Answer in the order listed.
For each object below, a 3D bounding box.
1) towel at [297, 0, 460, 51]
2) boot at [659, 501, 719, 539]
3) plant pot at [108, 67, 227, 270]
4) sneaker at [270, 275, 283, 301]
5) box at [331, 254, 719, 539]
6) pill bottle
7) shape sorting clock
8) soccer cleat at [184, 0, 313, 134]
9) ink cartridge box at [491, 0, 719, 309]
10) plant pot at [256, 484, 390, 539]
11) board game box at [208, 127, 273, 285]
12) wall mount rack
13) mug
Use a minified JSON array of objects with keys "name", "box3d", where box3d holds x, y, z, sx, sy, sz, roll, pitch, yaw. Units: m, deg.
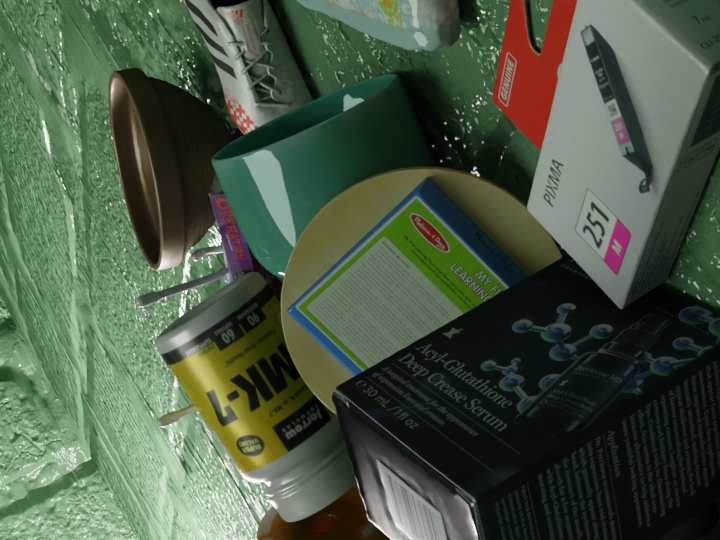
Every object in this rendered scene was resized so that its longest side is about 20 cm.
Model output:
[{"name":"towel","box3d":[-0.010,-0.246,0.883,0.200,0.048,0.173,33,144,51]},{"name":"boot","box3d":[0.154,0.209,0.879,0.198,0.070,0.133,-8,116,31]},{"name":"plant pot","box3d":[-0.184,-0.107,1.341,0.201,0.092,0.203,167,90,-73]},{"name":"sneaker","box3d":[-0.043,-0.014,1.206,0.200,0.074,0.091,137,127,-71]},{"name":"box","box3d":[0.111,0.094,0.794,0.148,0.199,0.108,31,142,52]},{"name":"pill bottle","box3d":[-0.083,0.113,1.186,0.201,0.114,0.114,57,159,-7]},{"name":"shape sorting clock","box3d":[0.045,0.026,0.910,0.039,0.198,0.202,-74,-32,-66]},{"name":"soccer cleat","box3d":[-0.090,-0.182,1.112,0.201,0.068,0.085,62,163,14]},{"name":"ink cartridge box","box3d":[0.125,-0.102,0.752,0.174,0.043,0.201,49,154,27]},{"name":"plant pot","box3d":[-0.013,0.303,1.232,0.200,0.199,0.185,26,134,56]},{"name":"board game box","box3d":[-0.101,-0.021,1.279,0.121,0.032,0.202,-76,-21,-52]},{"name":"wall mount rack","box3d":[-0.144,0.057,1.282,0.174,0.074,0.202,-59,-38,-71]},{"name":"mug","box3d":[-0.019,-0.063,0.987,0.185,0.151,0.115,-94,-20,-76]}]
